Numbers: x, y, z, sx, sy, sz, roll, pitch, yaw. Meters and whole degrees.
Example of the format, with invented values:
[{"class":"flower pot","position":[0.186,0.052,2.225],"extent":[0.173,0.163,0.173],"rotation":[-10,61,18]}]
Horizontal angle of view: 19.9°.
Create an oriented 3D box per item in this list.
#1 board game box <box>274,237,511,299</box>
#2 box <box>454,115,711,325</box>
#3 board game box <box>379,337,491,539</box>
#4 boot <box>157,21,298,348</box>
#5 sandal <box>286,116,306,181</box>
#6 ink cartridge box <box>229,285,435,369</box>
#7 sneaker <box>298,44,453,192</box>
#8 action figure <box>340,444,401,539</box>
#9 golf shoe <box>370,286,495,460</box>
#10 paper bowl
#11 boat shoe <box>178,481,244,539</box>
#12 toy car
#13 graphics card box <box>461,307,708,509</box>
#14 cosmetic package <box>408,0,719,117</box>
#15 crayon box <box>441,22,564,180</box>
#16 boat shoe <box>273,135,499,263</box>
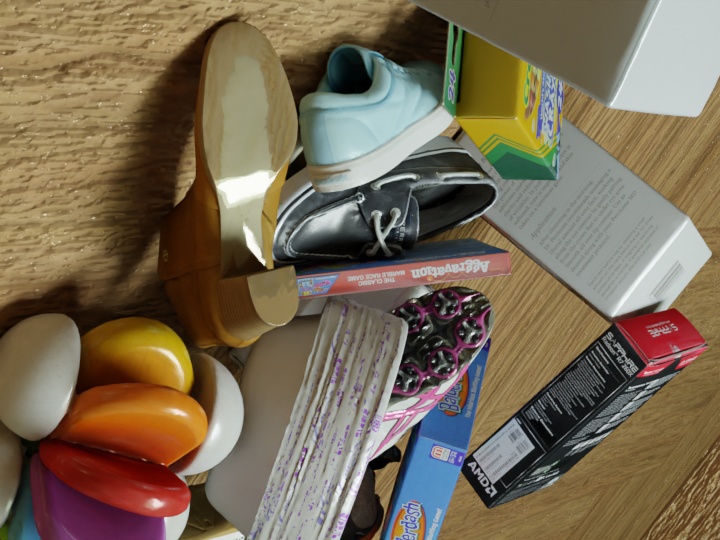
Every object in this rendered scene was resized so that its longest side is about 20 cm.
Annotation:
[{"class":"board game box","position":[0.000,0.000,1.477],"extent":[0.198,0.020,0.103],"rotation":[-6,-173,-11]},{"class":"box","position":[0.181,-0.049,1.729],"extent":[0.107,0.200,0.152],"rotation":[-51,160,3]},{"class":"board game box","position":[0.055,0.171,1.714],"extent":[0.153,0.045,0.201],"rotation":[-72,178,-55]},{"class":"boot","position":[-0.097,-0.050,1.331],"extent":[0.070,0.203,0.144],"rotation":[-6,179,-29]},{"class":"sandal","position":[-0.023,-0.052,1.514],"extent":[0.080,0.054,0.200],"rotation":[-46,159,-12]},{"class":"ink cartridge box","position":[-0.004,0.056,1.700],"extent":[0.145,0.084,0.200],"rotation":[-50,159,3]},{"class":"sneaker","position":[0.014,-0.127,1.440],"extent":[0.200,0.073,0.083],"rotation":[-51,132,-60]},{"class":"action figure","position":[-0.065,0.204,1.742],"extent":[0.192,0.106,0.199],"rotation":[10,158,-37]},{"class":"golf shoe","position":[0.027,0.086,1.605],"extent":[0.200,0.073,0.092],"rotation":[-41,165,9]},{"class":"paper bowl","position":[-0.044,0.115,1.462],"extent":[0.201,0.103,0.202],"rotation":[-160,-90,-87]},{"class":"boat shoe","position":[-0.103,0.199,1.576],"extent":[0.199,0.071,0.070],"rotation":[-7,133,-42]},{"class":"toy car","position":[-0.170,0.136,1.343],"extent":[0.174,0.150,0.201],"rotation":[16,120,-31]},{"class":"graphics card box","position":[0.185,0.114,1.709],"extent":[0.200,0.051,0.125],"rotation":[-47,162,27]},{"class":"cosmetic package","position":[0.142,-0.218,1.317],"extent":[0.167,0.199,0.168],"rotation":[-3,120,-61]},{"class":"crayon box","position":[0.111,-0.153,1.525],"extent":[0.200,0.051,0.127],"rotation":[37,57,-69]},{"class":"boat shoe","position":[0.014,-0.041,1.466],"extent":[0.199,0.068,0.072],"rotation":[-17,133,-36]}]
